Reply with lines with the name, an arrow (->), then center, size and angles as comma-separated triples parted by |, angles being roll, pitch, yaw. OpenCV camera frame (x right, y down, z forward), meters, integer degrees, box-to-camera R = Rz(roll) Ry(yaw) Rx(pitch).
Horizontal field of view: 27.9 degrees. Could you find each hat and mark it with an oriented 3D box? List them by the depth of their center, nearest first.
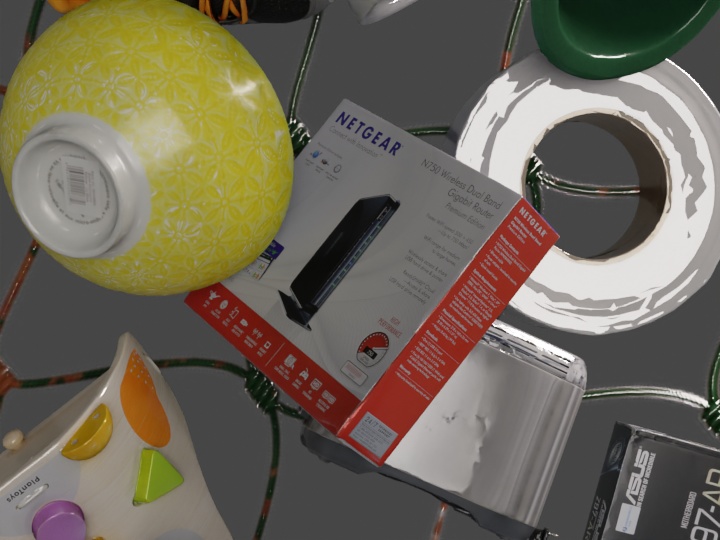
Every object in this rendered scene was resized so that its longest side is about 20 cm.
hat -> 0.147, -0.240, 0.963 | 0.199, 0.176, 0.166 | -4, 128, -36

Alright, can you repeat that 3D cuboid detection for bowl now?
bowl -> -0.153, -0.064, 0.901 | 0.199, 0.108, 0.201 | 9, 115, 21

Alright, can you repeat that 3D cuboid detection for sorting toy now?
sorting toy -> -0.170, 0.178, 0.934 | 0.200, 0.107, 0.180 | -38, 113, -4

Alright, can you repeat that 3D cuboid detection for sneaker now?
sneaker -> -0.114, -0.186, 0.942 | 0.199, 0.078, 0.077 | 8, 46, 15

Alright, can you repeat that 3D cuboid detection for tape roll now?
tape roll -> 0.154, -0.058, 1.001 | 0.202, 0.071, 0.203 | 0, 91, -5

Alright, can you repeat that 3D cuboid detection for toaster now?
toaster -> 0.065, 0.095, 0.972 | 0.199, 0.114, 0.130 | 24, 86, -4

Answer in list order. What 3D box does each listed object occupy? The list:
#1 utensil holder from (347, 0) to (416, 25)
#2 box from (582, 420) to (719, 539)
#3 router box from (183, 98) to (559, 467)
utensil holder -> 0.017, -0.290, 0.938 | 0.170, 0.170, 0.200 | -32, 91, -5
box -> 0.233, 0.224, 1.025 | 0.160, 0.044, 0.201 | 17, 89, -6
router box -> 0.000, 0.000, 0.927 | 0.180, 0.200, 0.049 | -52, 131, -3
